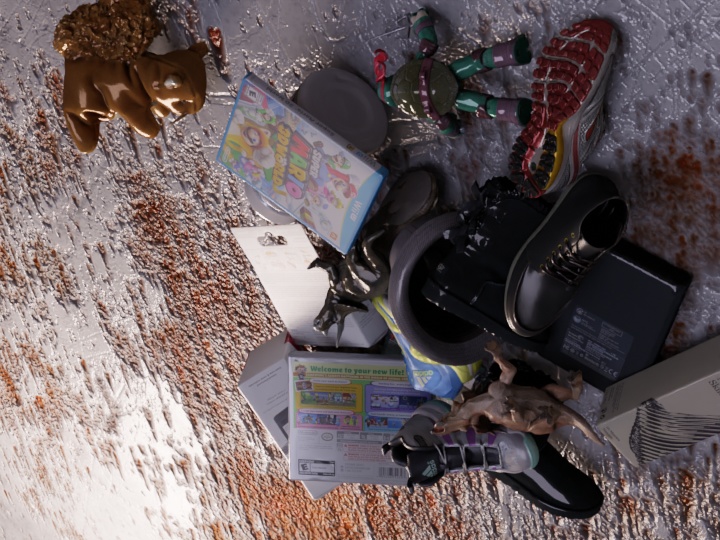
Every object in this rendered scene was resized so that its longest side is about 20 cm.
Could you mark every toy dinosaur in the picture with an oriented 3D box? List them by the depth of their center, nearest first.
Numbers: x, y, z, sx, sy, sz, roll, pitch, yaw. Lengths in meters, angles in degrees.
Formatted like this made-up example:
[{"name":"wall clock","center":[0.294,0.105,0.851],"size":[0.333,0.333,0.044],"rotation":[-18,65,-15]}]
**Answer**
[{"name":"toy dinosaur","center":[0.193,0.166,1.596],"size":[0.198,0.086,0.136],"rotation":[16,149,6]},{"name":"toy dinosaur","center":[0.000,0.000,1.674],"size":[0.102,0.077,0.200],"rotation":[47,134,-1]}]

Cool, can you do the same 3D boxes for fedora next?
[{"name":"fedora","center":[0.104,0.009,1.628],"size":[0.200,0.177,0.090],"rotation":[46,178,-35]}]

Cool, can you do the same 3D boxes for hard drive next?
[{"name":"hard drive","center":[0.292,0.053,1.573],"size":[0.139,0.033,0.201],"rotation":[30,136,19]}]

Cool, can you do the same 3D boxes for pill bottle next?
[{"name":"pill bottle","center":[-0.063,-0.144,1.651],"size":[0.120,0.120,0.200],"rotation":[46,139,1]}]

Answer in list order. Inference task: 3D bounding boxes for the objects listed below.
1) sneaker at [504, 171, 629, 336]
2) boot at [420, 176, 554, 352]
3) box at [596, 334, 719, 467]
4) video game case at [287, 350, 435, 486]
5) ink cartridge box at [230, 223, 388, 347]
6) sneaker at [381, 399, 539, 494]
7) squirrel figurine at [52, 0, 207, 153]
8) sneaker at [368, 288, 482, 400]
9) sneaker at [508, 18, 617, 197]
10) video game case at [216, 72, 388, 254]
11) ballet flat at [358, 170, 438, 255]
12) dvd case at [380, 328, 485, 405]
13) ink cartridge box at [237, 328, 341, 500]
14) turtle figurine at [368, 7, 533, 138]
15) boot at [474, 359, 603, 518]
[{"name":"sneaker","center":[0.220,-0.009,1.463],"size":[0.074,0.106,0.202],"rotation":[24,103,-8]},{"name":"boot","center":[0.178,-0.008,1.558],"size":[0.197,0.073,0.163],"rotation":[26,102,-28]},{"name":"box","center":[0.370,0.145,1.524],"size":[0.082,0.069,0.199],"rotation":[44,132,-14]},{"name":"video game case","center":[0.001,0.200,1.804],"size":[0.197,0.022,0.184],"rotation":[2,108,6]},{"name":"ink cartridge box","center":[-0.069,0.012,1.808],"size":[0.162,0.057,0.201],"rotation":[-1,121,49]},{"name":"sneaker","center":[0.113,0.236,1.668],"size":[0.199,0.139,0.078],"rotation":[7,122,45]},{"name":"squirrel figurine","center":[-0.293,-0.268,1.741],"size":[0.185,0.142,0.202],"rotation":[-1,123,32]},{"name":"sneaker","center":[0.065,0.093,1.726],"size":[0.200,0.075,0.106],"rotation":[40,124,33]},{"name":"sneaker","center":[0.224,-0.175,1.435],"size":[0.078,0.082,0.201],"rotation":[44,127,35]},{"name":"video game case","center":[-0.072,-0.123,1.572],"size":[0.199,0.018,0.144],"rotation":[36,137,8]},{"name":"ballet flat","center":[0.046,-0.060,1.683],"size":[0.046,0.068,0.200],"rotation":[14,144,-26]},{"name":"dvd case","center":[0.083,0.167,1.842],"size":[0.145,0.022,0.201],"rotation":[32,137,17]},{"name":"ink cartridge box","center":[-0.081,0.201,1.902],"size":[0.083,0.145,0.201],"rotation":[-31,102,9]},{"name":"turtle figurine","center":[0.092,-0.207,1.499],"size":[0.198,0.101,0.151],"rotation":[4,123,31]},{"name":"boot","center":[0.229,0.211,1.711],"size":[0.197,0.073,0.164],"rotation":[26,131,24]}]
